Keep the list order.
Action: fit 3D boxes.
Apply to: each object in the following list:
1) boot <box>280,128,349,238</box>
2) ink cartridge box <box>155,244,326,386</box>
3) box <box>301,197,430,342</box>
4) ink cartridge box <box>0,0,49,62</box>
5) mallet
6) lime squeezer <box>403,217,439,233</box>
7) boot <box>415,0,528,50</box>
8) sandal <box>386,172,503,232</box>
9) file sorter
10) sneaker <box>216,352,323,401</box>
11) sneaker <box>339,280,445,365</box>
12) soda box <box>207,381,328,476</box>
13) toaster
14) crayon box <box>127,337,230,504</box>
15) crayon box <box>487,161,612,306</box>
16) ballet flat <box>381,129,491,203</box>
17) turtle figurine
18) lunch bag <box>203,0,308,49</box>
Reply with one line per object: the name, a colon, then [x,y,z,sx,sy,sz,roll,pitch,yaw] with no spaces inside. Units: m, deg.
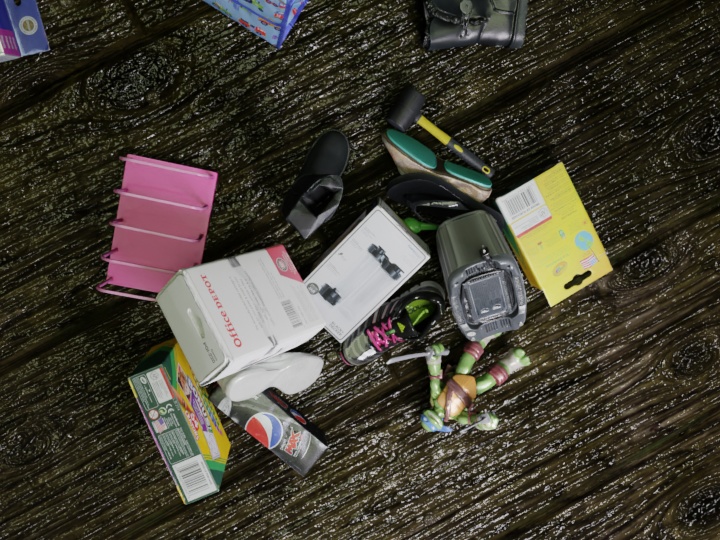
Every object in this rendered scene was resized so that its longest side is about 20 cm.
boot: [-0.058,-0.133,1.050,0.065,0.200,0.166,28,93,-9]
ink cartridge box: [-0.167,0.059,1.031,0.085,0.199,0.146,-38,77,36]
box: [0.000,0.000,1.121,0.117,0.060,0.200,42,105,-9]
ink cartridge box: [-0.577,-0.394,1.037,0.198,0.043,0.198,-15,98,-3]
mallet: [0.127,-0.202,1.150,0.200,0.041,0.066,42,90,-14]
lime squeezer: [0.068,-0.041,1.167,0.199,0.038,0.071,-37,132,-2]
boot: [0.170,-0.439,1.103,0.166,0.076,0.202,-1,103,-11]
sandal: [0.134,-0.095,1.125,0.198,0.076,0.043,21,57,-10]
file sorter: [-0.301,-0.060,1.068,0.138,0.125,0.202,11,95,-8]
sneaker: [-0.143,0.141,1.115,0.199,0.088,0.076,3,120,-50]
sneaker: [0.054,0.087,1.148,0.199,0.087,0.074,-32,100,-2]
soda box: [-0.146,0.233,1.149,0.200,0.071,0.063,41,91,-9]
toaster: [0.179,0.001,1.103,0.113,0.130,0.201,-19,134,6]
crayon box: [-0.264,0.215,1.081,0.058,0.173,0.202,-21,99,0]
crayon box: [0.310,-0.059,1.180,0.126,0.051,0.201,-29,99,-3]
ballet flat: [0.111,-0.149,1.141,0.199,0.068,0.068,27,124,-8]
turtle figurine: [0.172,0.169,1.131,0.194,0.144,0.201,-43,139,-17]
lunch bag: [-0.153,-0.405,1.006,0.150,0.200,0.095,31,92,-9]
